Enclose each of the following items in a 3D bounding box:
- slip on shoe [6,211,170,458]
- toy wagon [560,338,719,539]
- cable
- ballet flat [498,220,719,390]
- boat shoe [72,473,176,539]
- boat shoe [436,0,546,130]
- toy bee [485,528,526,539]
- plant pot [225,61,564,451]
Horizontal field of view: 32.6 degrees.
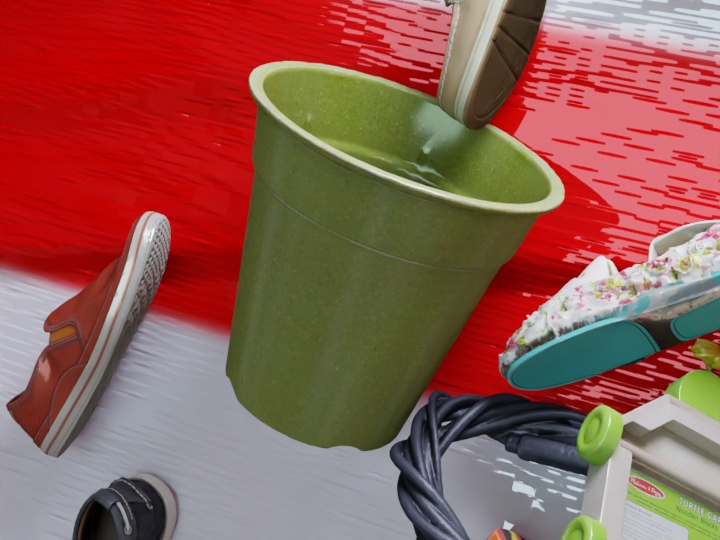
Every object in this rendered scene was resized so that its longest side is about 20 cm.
[{"bbox_3d":[-0.196,0.042,0.886,0.061,0.074,0.202,32,108,0],"label":"slip on shoe"},{"bbox_3d":[0.189,0.134,0.699,0.154,0.202,0.040,28,144,-14],"label":"toy wagon"},{"bbox_3d":[0.106,0.140,0.724,0.201,0.161,0.051,56,154,35],"label":"cable"},{"bbox_3d":[0.174,0.015,0.745,0.197,0.076,0.065,-21,52,17],"label":"ballet flat"},{"bbox_3d":[-0.193,0.248,0.893,0.071,0.067,0.203,19,99,20],"label":"boat shoe"},{"bbox_3d":[0.082,-0.190,0.774,0.066,0.074,0.203,17,87,25],"label":"boat shoe"},{"bbox_3d":[0.140,0.253,0.746,0.130,0.108,0.203,-31,54,28],"label":"toy bee"},{"bbox_3d":[0.000,0.000,0.761,0.198,0.199,0.192,28,114,20],"label":"plant pot"}]
